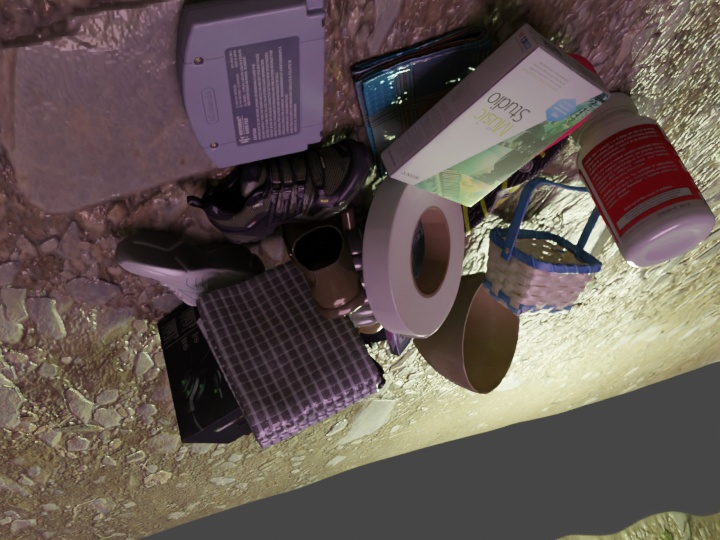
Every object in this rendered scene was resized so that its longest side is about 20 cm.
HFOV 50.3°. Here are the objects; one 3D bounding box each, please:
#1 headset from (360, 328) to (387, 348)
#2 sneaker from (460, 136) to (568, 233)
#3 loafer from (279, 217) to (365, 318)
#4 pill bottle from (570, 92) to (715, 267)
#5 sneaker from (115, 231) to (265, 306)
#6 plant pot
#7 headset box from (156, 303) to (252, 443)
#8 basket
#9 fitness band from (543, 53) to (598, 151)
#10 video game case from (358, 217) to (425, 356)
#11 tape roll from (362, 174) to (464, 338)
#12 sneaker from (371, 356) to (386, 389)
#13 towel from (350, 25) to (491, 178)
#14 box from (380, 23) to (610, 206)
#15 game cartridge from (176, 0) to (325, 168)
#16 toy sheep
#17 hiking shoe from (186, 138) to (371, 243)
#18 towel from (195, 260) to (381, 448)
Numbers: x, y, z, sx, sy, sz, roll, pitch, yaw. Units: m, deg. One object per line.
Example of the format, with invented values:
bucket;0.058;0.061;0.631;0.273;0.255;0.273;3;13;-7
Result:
headset;0.040;0.081;1.215;0.123;0.094;0.200;-38;-161;-34
sneaker;0.178;-0.132;0.970;0.200;0.075;0.076;-41;-179;28
loafer;-0.045;-0.028;0.882;0.076;0.200;0.067;-23;129;-9
pill bottle;0.335;-0.114;0.940;0.112;0.200;0.112;-16;155;-8
sneaker;-0.210;0.007;0.934;0.200;0.070;0.080;12;127;-46
plant pot;0.164;0.095;1.287;0.134;0.201;0.200;8;173;37
headset box;-0.176;0.127;1.060;0.174;0.200;0.093;-34;150;27
basket;0.276;-0.037;1.147;0.176;0.139;0.200;5;118;-37
fitness band;0.167;-0.169;0.849;0.200;0.037;0.144;-31;149;24
video game case;0.062;-0.011;0.967;0.143;0.019;0.200;-48;138;-37
tape roll;0.067;-0.022;0.901;0.037;0.203;0.203;4;167;30
sneaker;-0.008;0.144;1.191;0.076;0.115;0.200;-52;175;2
towel;0.074;-0.177;0.843;0.146;0.022;0.200;-19;155;0
box;0.138;-0.149;0.791;0.144;0.036;0.200;13;139;-44
game cartridge;-0.100;-0.174;0.713;0.133;0.042;0.200;-10;153;-9
toy sheep;0.000;0.000;1.017;0.138;0.138;0.200;-15;119;-9
hiking shoe;-0.085;-0.092;0.835;0.200;0.076;0.101;-25;157;14
towel;-0.090;0.087;0.913;0.165;0.200;0.086;-26;157;-12
